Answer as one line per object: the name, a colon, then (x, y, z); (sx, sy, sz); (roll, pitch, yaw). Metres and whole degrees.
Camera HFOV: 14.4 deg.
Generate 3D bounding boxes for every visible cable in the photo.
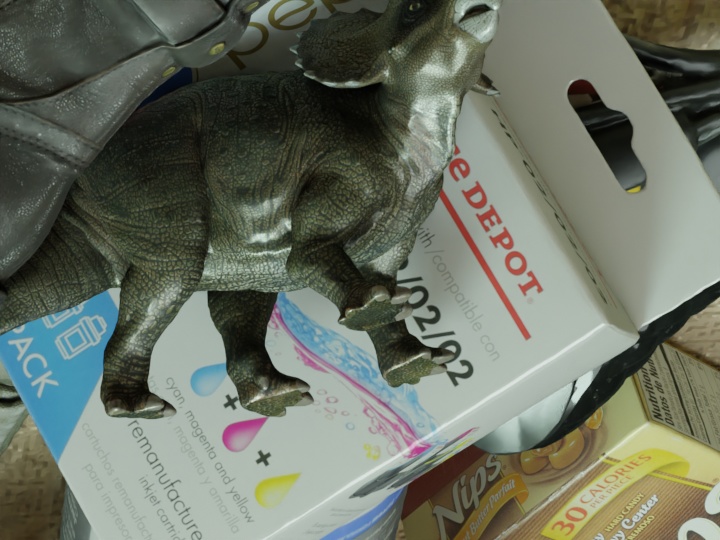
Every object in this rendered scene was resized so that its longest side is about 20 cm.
cable: (0.099, -0.057, 0.893); (0.199, 0.050, 0.097); (-18, 105, -2)

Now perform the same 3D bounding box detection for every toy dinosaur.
toy dinosaur: (-0.031, -0.016, 0.775); (0.199, 0.103, 0.077); (-22, 155, 23)

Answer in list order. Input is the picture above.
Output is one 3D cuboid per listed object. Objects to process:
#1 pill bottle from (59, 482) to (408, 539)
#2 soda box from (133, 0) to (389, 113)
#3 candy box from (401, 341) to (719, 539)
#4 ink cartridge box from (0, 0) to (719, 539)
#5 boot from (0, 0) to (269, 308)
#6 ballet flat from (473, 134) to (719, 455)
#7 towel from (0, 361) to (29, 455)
pill bottle: (-0.047, 0.098, 0.977); (0.113, 0.114, 0.200); (-3, 139, -14)
soda box: (-0.047, -0.088, 0.797); (0.200, 0.064, 0.068); (-27, 139, 14)
candy box: (0.123, 0.100, 1.077); (0.200, 0.055, 0.115); (26, 124, -39)
ink cartridge box: (0.000, 0.000, 0.828); (0.200, 0.115, 0.068); (-33, 169, 9)
boot: (-0.110, -0.094, 0.743); (0.174, 0.200, 0.069); (-51, 172, 5)
ballet flat: (0.100, -0.013, 0.955); (0.066, 0.057, 0.200); (42, 114, -14)
towel: (-0.218, 0.075, 0.959); (0.192, 0.035, 0.200); (10, 134, -27)
